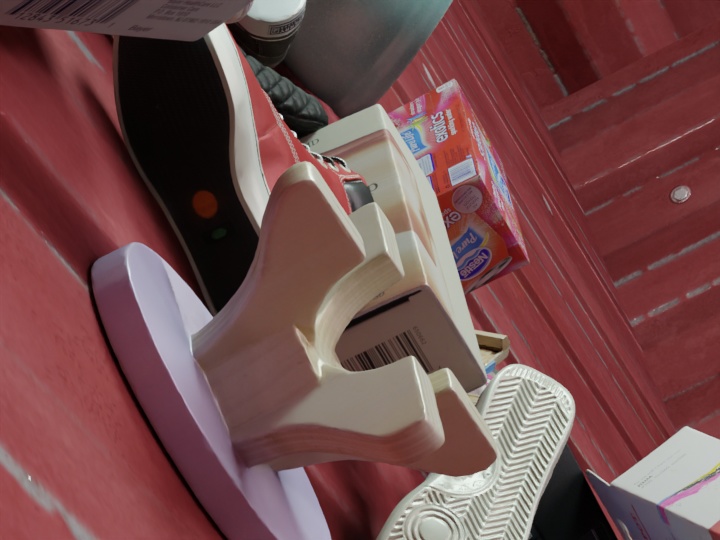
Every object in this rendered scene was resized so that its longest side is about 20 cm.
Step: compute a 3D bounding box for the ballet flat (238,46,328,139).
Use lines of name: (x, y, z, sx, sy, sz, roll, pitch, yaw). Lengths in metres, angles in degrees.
ballet flat: (-0.065, -0.113, 1.434, 0.200, 0.066, 0.057, 28, 54, -71)

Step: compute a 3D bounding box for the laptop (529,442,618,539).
laptop: (0.111, 0.217, 1.404, 0.103, 0.200, 0.178, -3, -62, 60)

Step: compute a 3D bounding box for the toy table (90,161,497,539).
toy table: (-0.026, 0.048, 1.086, 0.200, 0.117, 0.184, 53, 14, -42)

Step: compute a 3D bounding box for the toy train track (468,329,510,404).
toy train track: (0.057, 0.058, 1.454, 0.200, 0.114, 0.033, -27, 125, -69)

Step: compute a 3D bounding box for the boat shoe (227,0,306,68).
boat shoe: (-0.106, -0.221, 1.559, 0.200, 0.071, 0.064, 59, -25, 22)

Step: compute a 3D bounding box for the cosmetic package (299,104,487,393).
cosmetic package: (0.000, 0.000, 1.397, 0.087, 0.103, 0.200, 58, 10, -34)

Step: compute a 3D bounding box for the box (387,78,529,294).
box: (0.066, -0.064, 1.923, 0.096, 0.099, 0.200, 59, 10, -26)

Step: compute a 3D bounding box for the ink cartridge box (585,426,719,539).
ink cartridge box: (0.227, 0.167, 1.409, 0.117, 0.067, 0.200, 60, -15, -20)

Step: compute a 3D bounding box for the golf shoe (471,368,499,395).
golf shoe: (0.057, 0.091, 1.576, 0.200, 0.072, 0.092, 49, 23, -24)

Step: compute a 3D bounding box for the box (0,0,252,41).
box: (-0.133, -0.221, 1.098, 0.184, 0.105, 0.200, -4, 66, -59)

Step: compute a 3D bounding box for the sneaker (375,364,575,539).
sneaker: (0.058, 0.145, 1.311, 0.075, 0.085, 0.200, 34, 49, 7)

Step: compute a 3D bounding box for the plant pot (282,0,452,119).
plant pot: (-0.009, -0.233, 1.784, 0.134, 0.200, 0.200, 34, 16, -10)

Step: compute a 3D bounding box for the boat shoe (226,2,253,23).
boat shoe: (-0.119, -0.188, 1.402, 0.200, 0.071, 0.070, 54, 40, -62)

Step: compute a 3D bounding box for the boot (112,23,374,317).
boot: (-0.055, -0.070, 1.259, 0.144, 0.072, 0.201, -35, 107, -59)
